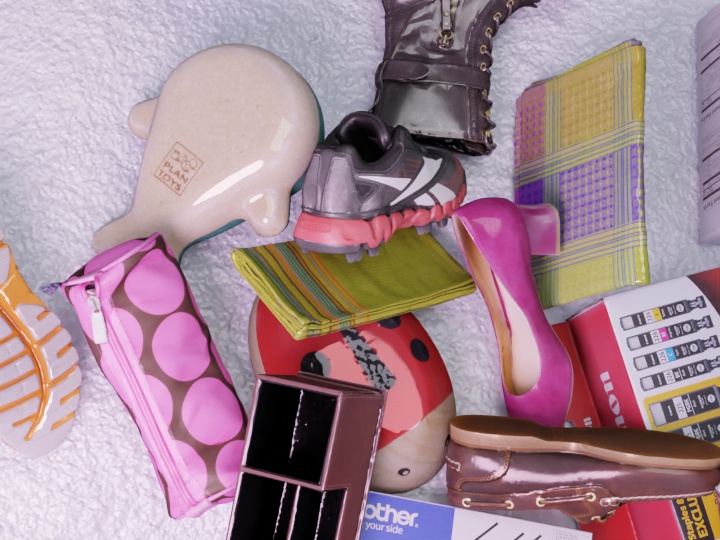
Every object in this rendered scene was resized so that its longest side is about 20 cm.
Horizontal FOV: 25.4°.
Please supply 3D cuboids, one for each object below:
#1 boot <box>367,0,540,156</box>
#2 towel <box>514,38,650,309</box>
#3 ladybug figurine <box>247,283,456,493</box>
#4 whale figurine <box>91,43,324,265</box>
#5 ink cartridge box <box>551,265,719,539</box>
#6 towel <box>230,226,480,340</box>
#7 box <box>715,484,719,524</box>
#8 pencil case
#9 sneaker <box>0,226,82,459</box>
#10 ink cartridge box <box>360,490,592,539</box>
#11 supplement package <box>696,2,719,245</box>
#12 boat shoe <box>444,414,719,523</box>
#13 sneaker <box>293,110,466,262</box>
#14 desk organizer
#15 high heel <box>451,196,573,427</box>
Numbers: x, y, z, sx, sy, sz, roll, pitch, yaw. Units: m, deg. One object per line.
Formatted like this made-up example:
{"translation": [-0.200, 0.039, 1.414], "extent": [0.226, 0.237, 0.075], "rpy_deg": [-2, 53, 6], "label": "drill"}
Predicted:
{"translation": [0.095, -0.176, 1.294], "extent": [0.200, 0.069, 0.174], "rpy_deg": [0, 78, -7], "label": "boot"}
{"translation": [0.172, -0.073, 1.245], "extent": [0.023, 0.144, 0.200], "rpy_deg": [12, 71, -34], "label": "towel"}
{"translation": [-0.003, 0.074, 1.193], "extent": [0.136, 0.072, 0.200], "rpy_deg": [-38, 87, -20], "label": "ladybug figurine"}
{"translation": [-0.110, -0.071, 1.202], "extent": [0.159, 0.104, 0.200], "rpy_deg": [37, 91, 20], "label": "whale figurine"}
{"translation": [0.241, 0.113, 1.240], "extent": [0.176, 0.084, 0.200], "rpy_deg": [-15, 80, -17], "label": "ink cartridge box"}
{"translation": [0.000, 0.000, 1.180], "extent": [0.200, 0.018, 0.086], "rpy_deg": [-12, 53, -47], "label": "towel"}
{"translation": [0.333, 0.183, 1.170], "extent": [0.137, 0.200, 0.040], "rpy_deg": [-25, 56, 0], "label": "box"}
{"translation": [-0.139, 0.078, 1.127], "extent": [0.091, 0.094, 0.200], "rpy_deg": [-26, 97, 10], "label": "pencil case"}
{"translation": [-0.263, 0.039, 1.139], "extent": [0.078, 0.077, 0.200], "rpy_deg": [-27, 102, -32], "label": "sneaker"}
{"translation": [0.069, 0.225, 1.187], "extent": [0.200, 0.044, 0.094], "rpy_deg": [12, 71, -11], "label": "ink cartridge box"}
{"translation": [0.375, -0.128, 1.302], "extent": [0.152, 0.151, 0.200], "rpy_deg": [6, 74, -13], "label": "supplement package"}
{"translation": [0.161, 0.149, 1.167], "extent": [0.200, 0.070, 0.070], "rpy_deg": [4, 99, 13], "label": "boat shoe"}
{"translation": [0.022, -0.074, 1.191], "extent": [0.200, 0.071, 0.098], "rpy_deg": [-23, 119, -54], "label": "sneaker"}
{"translation": [-0.045, 0.173, 1.105], "extent": [0.072, 0.077, 0.200], "rpy_deg": [11, 90, 23], "label": "desk organizer"}
{"translation": [0.108, 0.045, 1.206], "extent": [0.096, 0.067, 0.200], "rpy_deg": [-3, 99, -36], "label": "high heel"}
